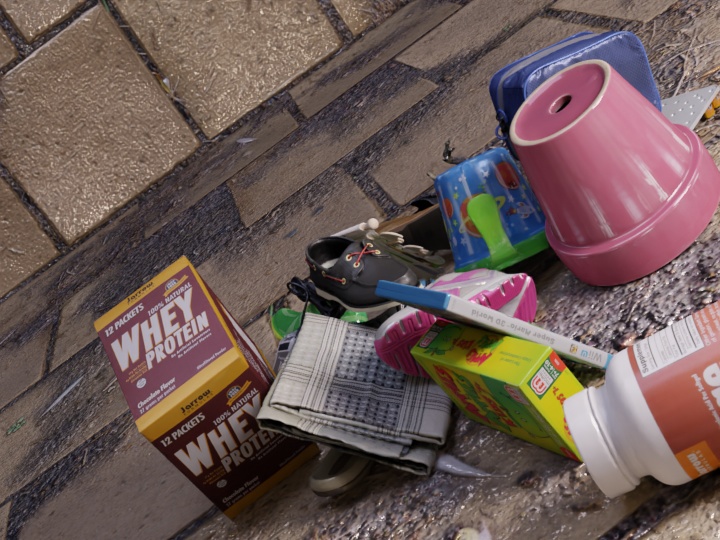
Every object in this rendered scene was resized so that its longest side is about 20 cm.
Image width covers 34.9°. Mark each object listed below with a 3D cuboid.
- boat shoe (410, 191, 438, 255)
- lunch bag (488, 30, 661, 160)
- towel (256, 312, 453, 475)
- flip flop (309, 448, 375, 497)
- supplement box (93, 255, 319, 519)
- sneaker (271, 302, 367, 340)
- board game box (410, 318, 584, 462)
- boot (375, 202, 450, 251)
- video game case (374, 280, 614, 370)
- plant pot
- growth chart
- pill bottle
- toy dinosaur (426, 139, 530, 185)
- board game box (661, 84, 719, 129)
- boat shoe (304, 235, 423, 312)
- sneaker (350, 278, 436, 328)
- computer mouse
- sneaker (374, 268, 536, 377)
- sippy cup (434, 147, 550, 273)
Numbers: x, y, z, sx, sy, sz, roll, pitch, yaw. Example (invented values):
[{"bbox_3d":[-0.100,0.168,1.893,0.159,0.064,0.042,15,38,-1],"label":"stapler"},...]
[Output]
[{"bbox_3d":[0.108,-0.084,1.633,0.200,0.063,0.074,-45,19,-27],"label":"boat shoe"},{"bbox_3d":[0.260,-0.213,1.450,0.197,0.138,0.132,-23,15,-10],"label":"lunch bag"},{"bbox_3d":[0.006,0.120,1.207,0.189,0.035,0.201,15,35,5],"label":"towel"},{"bbox_3d":[-0.004,0.166,1.240,0.080,0.058,0.200,-20,18,37],"label":"flip flop"},{"bbox_3d":[-0.176,0.133,1.311,0.132,0.201,0.198,-36,44,-2],"label":"supplement box"},{"bbox_3d":[-0.046,0.070,1.489,0.199,0.073,0.085,11,85,55],"label":"sneaker"},{"bbox_3d":[0.136,0.108,1.074,0.048,0.102,0.199,-47,21,-14],"label":"board game box"},{"bbox_3d":[0.094,-0.064,1.536,0.197,0.075,0.076,-20,27,-5],"label":"boot"},{"bbox_3d":[0.128,0.053,1.107,0.143,0.198,0.018,10,81,64],"label":"video game case"},{"bbox_3d":[0.259,-0.115,1.229,0.199,0.179,0.201,-33,28,20],"label":"plant pot"},{"bbox_3d":[0.034,-0.011,1.441,0.143,0.199,0.018,-13,61,39],"label":"growth chart"},{"bbox_3d":[0.262,0.094,0.880,0.198,0.113,0.113,-30,20,17],"label":"pill bottle"},{"bbox_3d":[0.149,-0.126,1.486,0.198,0.088,0.048,11,73,36],"label":"toy dinosaur"},{"bbox_3d":[0.336,-0.146,1.441,0.199,0.026,0.200,-12,31,50],"label":"board game box"},{"bbox_3d":[-0.002,0.001,1.307,0.073,0.064,0.200,-29,21,-24],"label":"boat shoe"},{"bbox_3d":[0.022,0.089,1.336,0.198,0.074,0.082,-28,-23,-20],"label":"sneaker"},{"bbox_3d":[-0.074,0.112,1.421,0.109,0.043,0.203,12,85,50],"label":"computer mouse"},{"bbox_3d":[0.094,0.053,1.248,0.198,0.083,0.088,-18,20,-28],"label":"sneaker"},{"bbox_3d":[0.153,-0.070,1.360,0.138,0.132,0.177,-24,0,-25],"label":"sippy cup"}]
